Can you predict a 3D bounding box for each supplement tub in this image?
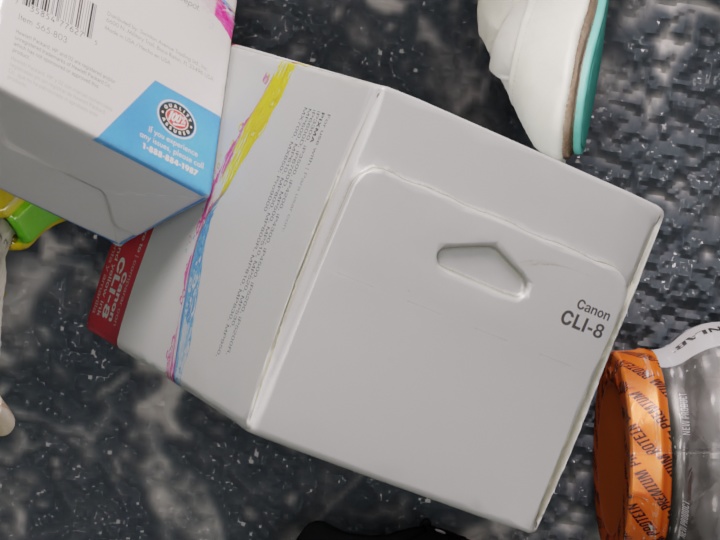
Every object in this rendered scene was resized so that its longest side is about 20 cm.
[{"bbox_3d":[0.209,0.084,1.112,0.198,0.123,0.124,1,93,-5],"label":"supplement tub"}]

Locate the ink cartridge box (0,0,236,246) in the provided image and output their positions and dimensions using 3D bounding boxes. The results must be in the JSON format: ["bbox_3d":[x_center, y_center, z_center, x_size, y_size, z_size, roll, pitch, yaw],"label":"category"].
[{"bbox_3d":[-0.115,-0.128,1.045,0.115,0.068,0.201,27,54,-33],"label":"ink cartridge box"}]

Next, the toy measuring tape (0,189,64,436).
[{"bbox_3d":[-0.129,-0.026,1.084,0.073,0.074,0.202,4,65,-5],"label":"toy measuring tape"}]

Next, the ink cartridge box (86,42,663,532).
[{"bbox_3d":[0.000,0.000,1.034,0.144,0.200,0.146,21,91,-26],"label":"ink cartridge box"}]

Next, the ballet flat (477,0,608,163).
[{"bbox_3d":[0.085,-0.125,1.084,0.069,0.070,0.201,23,51,-6],"label":"ballet flat"}]

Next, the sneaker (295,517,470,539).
[{"bbox_3d":[0.053,0.143,1.128,0.198,0.083,0.072,7,130,-26],"label":"sneaker"}]

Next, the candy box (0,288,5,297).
[{"bbox_3d":[-0.229,-0.071,1.077,0.101,0.026,0.202,-7,109,21],"label":"candy box"}]
